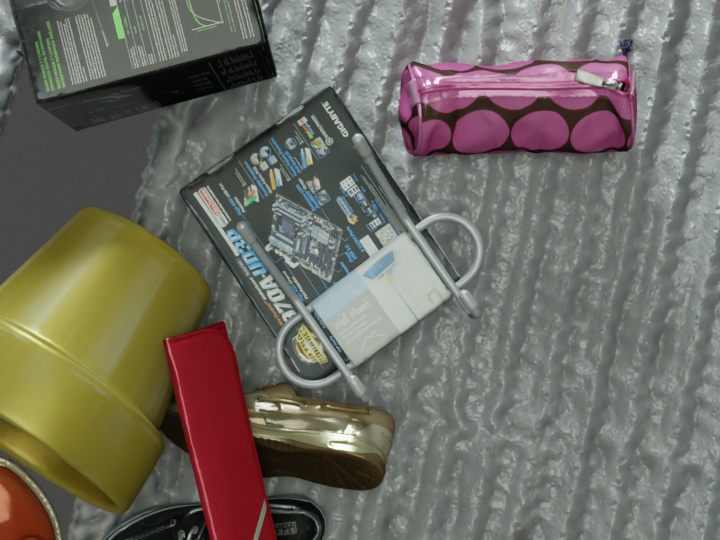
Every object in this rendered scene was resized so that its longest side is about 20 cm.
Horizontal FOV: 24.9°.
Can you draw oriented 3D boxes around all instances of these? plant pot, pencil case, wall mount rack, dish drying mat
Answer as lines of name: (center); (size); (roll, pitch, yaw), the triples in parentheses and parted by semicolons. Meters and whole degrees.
plant pot: (-0.222, 0.061, 1.304); (0.199, 0.201, 0.190); (32, 73, 2)
pencil case: (0.130, -0.140, 1.354); (0.197, 0.094, 0.092); (-4, 87, 1)
wall mount rack: (0.000, 0.000, 1.310); (0.199, 0.075, 0.175); (-36, 89, -3)
dish drying mat: (-0.106, 0.145, 1.282); (0.018, 0.077, 0.203); (-10, 93, 34)

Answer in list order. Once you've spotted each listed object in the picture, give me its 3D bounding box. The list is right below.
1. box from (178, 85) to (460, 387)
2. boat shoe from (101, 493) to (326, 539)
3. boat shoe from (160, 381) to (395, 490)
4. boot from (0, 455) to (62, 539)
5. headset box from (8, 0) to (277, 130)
box: (-0.034, -0.028, 1.372); (0.158, 0.046, 0.201); (-35, 88, -2)
boat shoe: (-0.126, 0.227, 1.349); (0.197, 0.068, 0.073); (-7, 87, -1)
boat shoe: (-0.070, 0.131, 1.361); (0.197, 0.072, 0.065); (12, 52, 9)
boot: (-0.281, 0.248, 1.330); (0.074, 0.107, 0.202); (-20, 86, 1)
headset box: (-0.176, -0.187, 1.317); (0.198, 0.174, 0.094); (-15, 88, 1)
